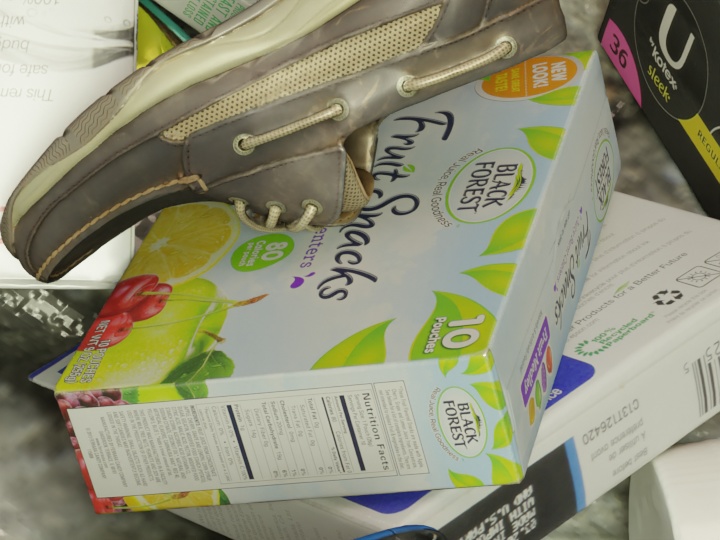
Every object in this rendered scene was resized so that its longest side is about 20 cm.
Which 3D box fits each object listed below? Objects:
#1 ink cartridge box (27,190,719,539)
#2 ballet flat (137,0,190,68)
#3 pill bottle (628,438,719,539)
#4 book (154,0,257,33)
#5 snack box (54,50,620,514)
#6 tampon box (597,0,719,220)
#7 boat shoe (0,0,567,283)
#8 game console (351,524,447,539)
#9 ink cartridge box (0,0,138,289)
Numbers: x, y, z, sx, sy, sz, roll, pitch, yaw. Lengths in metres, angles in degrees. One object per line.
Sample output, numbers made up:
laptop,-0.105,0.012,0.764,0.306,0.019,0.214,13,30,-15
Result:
ink cartridge box,0.021,0.029,0.933,0.197,0.047,0.199,-33,30,-30
ballet flat,-0.139,-0.112,1.020,0.067,0.067,0.200,-38,69,-18
pill bottle,0.195,0.095,0.898,0.199,0.110,0.110,-6,54,-5
book,-0.050,-0.145,1.028,0.200,0.048,0.134,36,42,0
snack box,0.000,0.000,0.892,0.141,0.053,0.200,-5,29,18
tampon box,0.220,-0.096,1.043,0.199,0.127,0.150,-15,57,-21
boat shoe,-0.024,-0.045,0.839,0.074,0.199,0.074,57,20,0
game console,-0.047,0.182,0.730,0.170,0.200,0.119,-15,59,-22
ink cartridge box,-0.149,-0.095,0.924,0.144,0.084,0.201,1,90,-9
